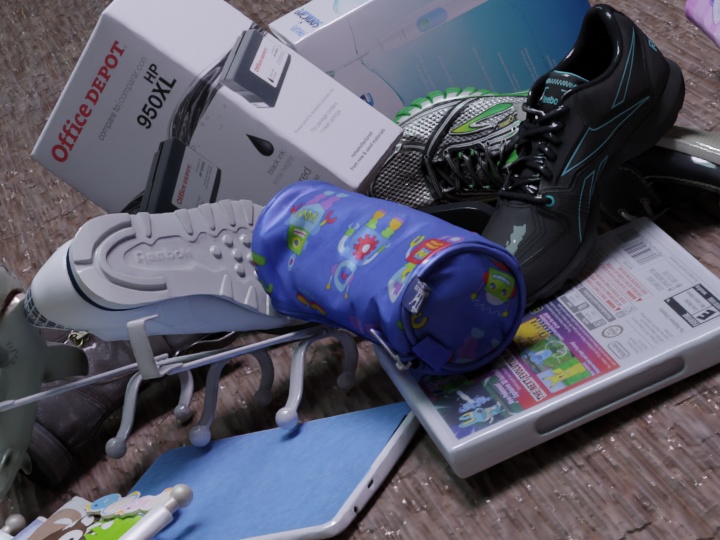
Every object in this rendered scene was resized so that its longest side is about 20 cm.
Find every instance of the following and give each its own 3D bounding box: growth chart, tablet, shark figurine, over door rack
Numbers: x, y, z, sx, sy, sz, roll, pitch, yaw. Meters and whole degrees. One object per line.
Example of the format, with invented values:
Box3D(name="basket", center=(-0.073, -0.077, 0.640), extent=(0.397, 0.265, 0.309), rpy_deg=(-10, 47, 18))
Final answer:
Box3D(name="growth chart", center=(-0.187, 0.171, 1.602), extent=(0.200, 0.018, 0.145), rpy_deg=(-13, 25, 52))
Box3D(name="tablet", center=(-0.065, 0.127, 1.588), extent=(0.199, 0.014, 0.130), rpy_deg=(-14, 23, 35))
Box3D(name="shark figurine", center=(-0.243, 0.098, 1.691), extent=(0.089, 0.216, 0.128), rpy_deg=(17, 0, 25))
Box3D(name="over door rack", center=(-0.115, 0.070, 1.634), extent=(0.147, 0.067, 0.199), rpy_deg=(-13, -10, 35))

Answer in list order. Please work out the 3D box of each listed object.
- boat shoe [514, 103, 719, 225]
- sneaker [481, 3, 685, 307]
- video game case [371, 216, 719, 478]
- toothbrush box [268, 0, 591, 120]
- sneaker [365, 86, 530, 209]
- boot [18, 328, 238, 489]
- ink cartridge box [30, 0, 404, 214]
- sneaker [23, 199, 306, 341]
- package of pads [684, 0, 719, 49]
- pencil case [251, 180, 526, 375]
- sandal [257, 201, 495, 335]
Box3D(name="boat shoe", center=(0.174, -0.059, 1.690), extent=(0.072, 0.068, 0.199), rpy_deg=(1, 9, -45))
Box3D(name="sneaker", center=(0.111, -0.066, 1.610), extent=(0.075, 0.079, 0.200), rpy_deg=(10, 58, 43))
Box3D(name="video game case", center=(0.111, 0.039, 1.551), extent=(0.181, 0.023, 0.200), rpy_deg=(-24, 20, -5))
Box3D(name="toothbrush box", center=(0.060, -0.146, 1.917), extent=(0.199, 0.147, 0.085), rpy_deg=(-30, 19, -6))
Box3D(name="sneaker", center=(0.088, -0.080, 1.815), extent=(0.199, 0.078, 0.085), rpy_deg=(-19, 22, 21))
Box3D(name="boot", center=(-0.199, 0.028, 1.783), extent=(0.174, 0.200, 0.069), rpy_deg=(-46, -9, -20))
Box3D(name="ink cartridge box", center=(-0.096, -0.083, 1.811), extent=(0.145, 0.200, 0.084), rpy_deg=(-57, -3, 40))
Box3D(name="sneaker", center=(-0.105, 0.007, 1.667), extent=(0.199, 0.077, 0.080), rpy_deg=(5, -30, -37))
Box3D(name="package of pads", center=(0.277, -0.174, 1.755), extent=(0.121, 0.075, 0.200), rpy_deg=(-59, 14, 13))
Box3D(name="pencil case", center=(0.011, 0.005, 1.581), extent=(0.087, 0.078, 0.200), rpy_deg=(-50, 31, -12))
Box3D(name="sandal", center=(0.000, 0.000, 1.733), extent=(0.199, 0.075, 0.045), rpy_deg=(-12, 20, 30))
